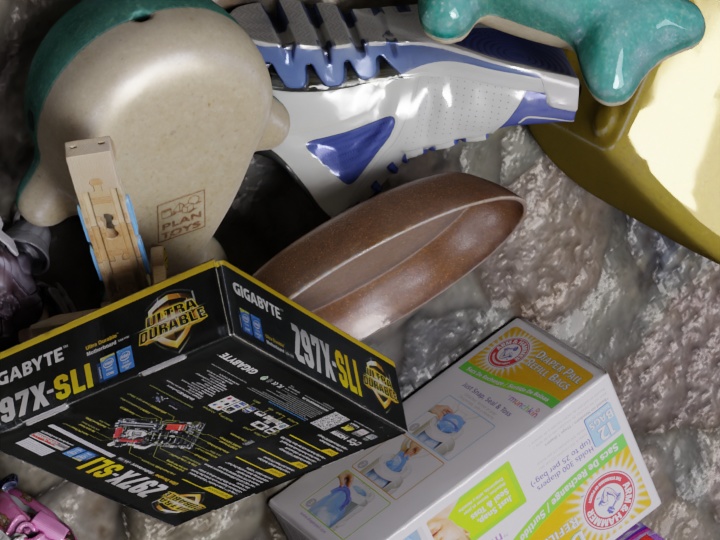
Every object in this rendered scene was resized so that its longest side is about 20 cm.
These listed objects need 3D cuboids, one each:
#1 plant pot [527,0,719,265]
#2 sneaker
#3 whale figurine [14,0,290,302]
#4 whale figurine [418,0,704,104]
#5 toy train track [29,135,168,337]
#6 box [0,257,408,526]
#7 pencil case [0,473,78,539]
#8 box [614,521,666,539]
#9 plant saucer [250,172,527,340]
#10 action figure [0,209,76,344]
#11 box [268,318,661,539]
[{"bbox_3d":[0.211,-0.104,1.625,0.199,0.195,0.195,20,97,-33],"label":"plant pot"},{"bbox_3d":[0.017,-0.086,1.569,0.198,0.081,0.116,3,119,-9],"label":"sneaker"},{"bbox_3d":[-0.117,-0.068,1.501,0.158,0.104,0.201,-22,139,-18],"label":"whale figurine"},{"bbox_3d":[0.096,-0.183,1.503,0.159,0.200,0.104,-36,156,-16],"label":"whale figurine"},{"bbox_3d":[-0.124,-0.009,1.459,0.114,0.033,0.201,-9,143,2],"label":"toy train track"},{"bbox_3d":[-0.088,0.070,1.494,0.159,0.050,0.200,-22,153,22],"label":"box"},{"bbox_3d":[-0.236,0.208,1.533,0.200,0.083,0.087,-45,126,-8],"label":"pencil case"},{"bbox_3d":[0.090,0.216,1.706,0.200,0.137,0.039,-36,123,-15],"label":"box"},{"bbox_3d":[0.000,0.000,1.564,0.199,0.200,0.035,-26,77,-21],"label":"plant saucer"},{"bbox_3d":[-0.226,0.043,1.485,0.130,0.069,0.200,46,68,-29],"label":"action figure"},{"bbox_3d":[0.065,0.139,1.682,0.200,0.101,0.113,-36,123,-15],"label":"box"}]
